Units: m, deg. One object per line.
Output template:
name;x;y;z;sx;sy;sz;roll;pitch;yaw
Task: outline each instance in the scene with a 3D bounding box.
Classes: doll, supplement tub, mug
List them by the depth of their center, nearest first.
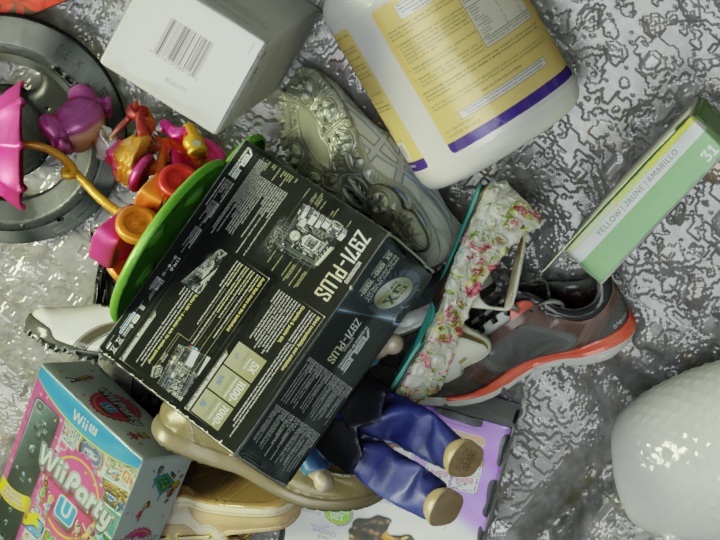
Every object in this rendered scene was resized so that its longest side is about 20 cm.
doll;0.002;0.112;1.628;0.199;0.048;0.137;28;100;33
supplement tub;0.061;-0.181;1.633;0.145;0.145;0.201;-29;97;16
mug;0.292;0.166;1.661;0.174;0.148;0.202;-12;67;23

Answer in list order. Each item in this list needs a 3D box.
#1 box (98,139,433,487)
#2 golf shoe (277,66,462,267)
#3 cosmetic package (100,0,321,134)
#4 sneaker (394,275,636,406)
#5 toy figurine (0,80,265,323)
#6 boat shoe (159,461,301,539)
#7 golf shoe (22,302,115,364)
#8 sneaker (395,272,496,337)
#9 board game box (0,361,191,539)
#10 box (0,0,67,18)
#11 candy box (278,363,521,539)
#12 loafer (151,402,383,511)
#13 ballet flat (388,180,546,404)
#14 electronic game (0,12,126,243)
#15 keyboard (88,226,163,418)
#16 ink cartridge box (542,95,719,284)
box;-0.072;0.031;1.619;0.163;0.086;0.201;32;85;34
golf shoe;0.009;-0.079;1.711;0.078;0.097;0.201;-48;65;35
cosmetic package;-0.110;-0.181;1.637;0.107;0.200;0.085;32;106;3
sneaker;0.116;0.042;1.705;0.198;0.077;0.082;-19;127;4
toy figurine;-0.202;-0.087;1.679;0.183;0.200;0.151;35;145;9
boat shoe;-0.119;0.201;1.783;0.199;0.074;0.070;-1;116;43
golf shoe;-0.175;0.032;1.757;0.198;0.078;0.095;5;97;-6
sneaker;0.000;0.000;1.728;0.198;0.084;0.122;-20;92;-1
board game box;-0.235;0.198;1.789;0.147;0.064;0.201;37;114;35
box;-0.226;-0.293;1.715;0.199;0.039;0.138;-19;99;15
candy box;0.027;0.189;1.772;0.166;0.072;0.202;16;106;7
loafer;-0.068;0.134;1.701;0.198;0.076;0.068;17;108;4
ballet flat;0.082;0.029;1.649;0.064;0.076;0.201;25;98;1
electronic game;-0.291;-0.115;1.761;0.198;0.042;0.202;1;115;2
keyboard;-0.174;0.028;1.798;0.126;0.021;0.202;10;105;8
ink cartridge box;0.212;-0.054;1.607;0.048;0.200;0.146;42;107;1
